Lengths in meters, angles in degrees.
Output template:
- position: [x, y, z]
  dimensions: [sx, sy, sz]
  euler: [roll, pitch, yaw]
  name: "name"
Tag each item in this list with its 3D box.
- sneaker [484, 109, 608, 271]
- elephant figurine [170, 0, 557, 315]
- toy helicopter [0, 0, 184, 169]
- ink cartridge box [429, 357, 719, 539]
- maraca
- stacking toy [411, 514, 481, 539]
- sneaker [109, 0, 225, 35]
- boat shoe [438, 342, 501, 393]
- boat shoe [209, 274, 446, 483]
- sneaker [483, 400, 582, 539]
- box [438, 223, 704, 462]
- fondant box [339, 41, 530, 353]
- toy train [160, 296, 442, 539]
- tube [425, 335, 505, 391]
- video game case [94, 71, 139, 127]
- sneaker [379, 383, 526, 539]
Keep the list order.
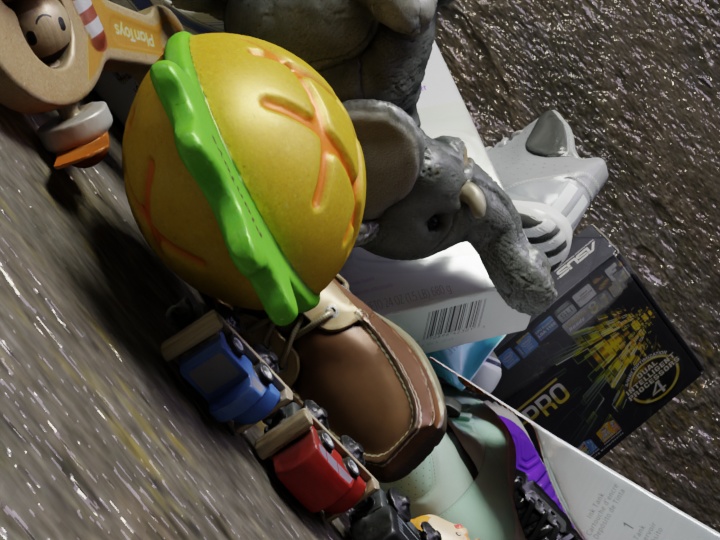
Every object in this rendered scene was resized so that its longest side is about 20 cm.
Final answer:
- position: [0.084, -0.063, 1.030]
  dimensions: [0.199, 0.116, 0.075]
  euler: [16, -35, 42]
  name: "sneaker"
- position: [0.005, -0.066, 0.815]
  dimensions: [0.141, 0.154, 0.202]
  euler: [-17, 105, -54]
  name: "elephant figurine"
- position: [-0.130, -0.106, 0.729]
  dimensions: [0.200, 0.078, 0.134]
  euler: [0, 74, -69]
  name: "toy helicopter"
- position: [0.129, 0.129, 0.845]
  dimensions: [0.199, 0.057, 0.162]
  euler: [27, -4, 21]
  name: "ink cartridge box"
- position: [-0.052, -0.041, 0.668]
  dimensions: [0.138, 0.106, 0.200]
  euler: [60, 5, -8]
  name: "maraca"
- position: [0.101, 0.188, 0.778]
  dimensions: [0.200, 0.110, 0.116]
  euler: [40, 10, -9]
  name: "stacking toy"
- position: [-0.056, -0.148, 0.873]
  dimensions: [0.198, 0.088, 0.076]
  euler: [5, 61, -25]
  name: "sneaker"
- position: [0.024, 0.019, 1.011]
  dimensions: [0.072, 0.062, 0.199]
  euler: [28, 1, -45]
  name: "boat shoe"
- position: [-0.034, 0.027, 0.774]
  dimensions: [0.074, 0.076, 0.200]
  euler: [37, 7, -49]
  name: "boat shoe"
- position: [0.115, 0.170, 1.059]
  dimensions: [0.200, 0.069, 0.100]
  euler: [46, 10, -44]
  name: "sneaker"
- position: [0.141, 0.083, 1.137]
  dimensions: [0.161, 0.200, 0.049]
  euler: [48, 5, -36]
  name: "box"
- position: [0.005, -0.044, 0.919]
  dimensions: [0.058, 0.143, 0.201]
  euler: [99, -26, -54]
  name: "fondant box"
- position: [-0.022, 0.086, 0.678]
  dimensions: [0.200, 0.034, 0.046]
  euler: [50, 17, -30]
  name: "toy train"
- position: [0.000, 0.000, 0.953]
  dimensions: [0.199, 0.077, 0.051]
  euler: [33, -37, 15]
  name: "tube"
- position: [-0.166, -0.165, 0.988]
  dimensions: [0.182, 0.045, 0.200]
  euler: [50, 6, -11]
  name: "video game case"
- position: [0.037, 0.089, 0.882]
  dimensions: [0.119, 0.073, 0.201]
  euler: [57, 6, -22]
  name: "sneaker"
